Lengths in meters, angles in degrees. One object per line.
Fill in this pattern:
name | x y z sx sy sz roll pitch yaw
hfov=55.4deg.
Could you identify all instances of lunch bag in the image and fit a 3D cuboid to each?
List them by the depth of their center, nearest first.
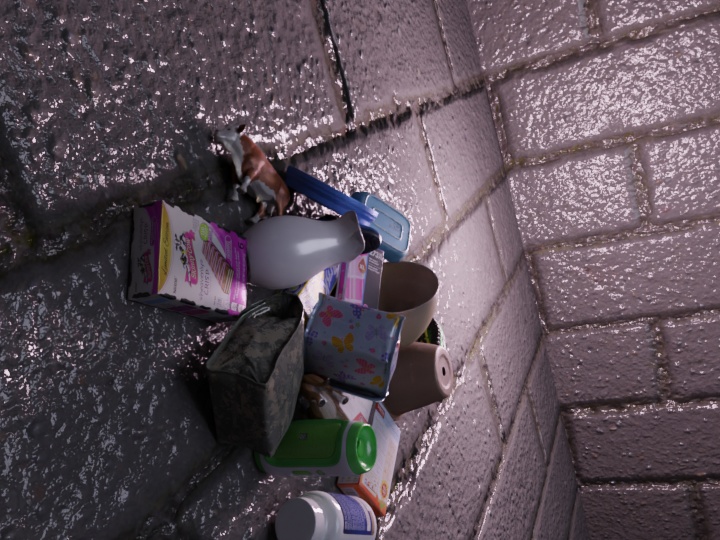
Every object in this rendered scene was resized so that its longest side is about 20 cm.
lunch bag | -0.148 0.151 1.071 0.201 0.116 0.166 -61 159 -49
lunch bag | -0.017 0.157 1.237 0.201 0.167 0.128 99 9 -54

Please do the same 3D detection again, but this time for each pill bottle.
pill bottle | -0.061 0.445 1.193 0.200 0.109 0.113 36 49 -55

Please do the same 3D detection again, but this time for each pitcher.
pitcher | -0.108 -0.028 1.202 0.172 0.197 0.123 118 -43 -63

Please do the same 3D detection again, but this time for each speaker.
speaker | -0.074 0.290 1.116 0.088 0.197 0.090 26 59 -56

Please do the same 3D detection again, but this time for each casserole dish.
casserole dish | 0.047 -0.098 1.506 0.199 0.038 0.123 30 58 -36

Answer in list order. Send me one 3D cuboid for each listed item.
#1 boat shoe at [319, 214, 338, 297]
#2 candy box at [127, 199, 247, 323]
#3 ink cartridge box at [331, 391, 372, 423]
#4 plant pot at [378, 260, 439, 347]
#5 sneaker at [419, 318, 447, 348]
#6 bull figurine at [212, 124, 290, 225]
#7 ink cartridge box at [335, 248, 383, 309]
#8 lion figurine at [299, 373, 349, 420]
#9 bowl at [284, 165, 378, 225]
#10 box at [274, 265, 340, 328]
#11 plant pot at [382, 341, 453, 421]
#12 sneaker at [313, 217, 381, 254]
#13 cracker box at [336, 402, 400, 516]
boat shoe | -0.038 -0.016 1.448 0.075 0.073 0.206 6 75 -69
candy box | -0.250 -0.007 1.025 0.199 0.060 0.139 25 60 -59
ink cartridge box | -0.022 0.225 1.398 0.117 0.066 0.202 59 34 -36
plant pot | 0.077 0.088 1.505 0.201 0.197 0.136 -61 150 -52
sneaker | 0.211 0.228 1.858 0.085 0.077 0.204 18 64 -61
bull figurine | -0.188 -0.160 1.203 0.200 0.064 0.123 46 46 -46
ink cartridge box | 0.000 0.000 1.386 0.094 0.037 0.204 23 62 -39
lion figurine | -0.071 0.233 1.203 0.072 0.122 0.203 -31 131 -27
bowl | -0.060 -0.141 1.335 0.040 0.199 0.200 -62 150 4
box | -0.098 0.025 1.320 0.071 0.063 0.201 66 29 -26
plant pot | 0.111 0.234 1.546 0.200 0.172 0.204 33 51 -54
sneaker | -0.045 -0.075 1.306 0.066 0.197 0.079 63 38 -37
cracker box | 0.021 0.390 1.439 0.135 0.057 0.202 59 34 -37
